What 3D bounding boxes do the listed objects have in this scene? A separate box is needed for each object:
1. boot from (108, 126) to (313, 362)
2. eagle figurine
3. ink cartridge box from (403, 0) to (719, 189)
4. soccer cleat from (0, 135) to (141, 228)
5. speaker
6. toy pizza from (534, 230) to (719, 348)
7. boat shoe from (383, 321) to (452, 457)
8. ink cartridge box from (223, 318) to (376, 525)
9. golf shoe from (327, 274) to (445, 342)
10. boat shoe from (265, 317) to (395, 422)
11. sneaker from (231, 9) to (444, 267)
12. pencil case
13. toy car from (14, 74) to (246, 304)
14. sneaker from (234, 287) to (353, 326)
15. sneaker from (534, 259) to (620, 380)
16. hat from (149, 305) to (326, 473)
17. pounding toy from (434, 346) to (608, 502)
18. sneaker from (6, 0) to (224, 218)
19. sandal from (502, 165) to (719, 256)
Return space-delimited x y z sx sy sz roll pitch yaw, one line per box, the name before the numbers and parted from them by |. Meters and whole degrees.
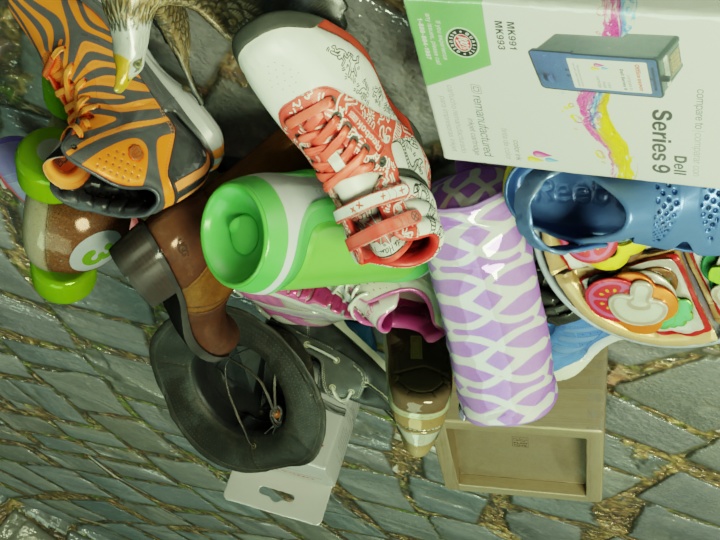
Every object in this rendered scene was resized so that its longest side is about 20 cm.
boot | -0.080 -0.028 0.904 0.069 0.199 0.189 51 175 40
eagle figurine | -0.124 -0.180 0.699 0.199 0.151 0.152 3 -140 -54
ink cartridge box | 0.138 -0.128 0.633 0.198 0.088 0.146 8 151 18
soccer cleat | -0.246 -0.069 1.039 0.076 0.067 0.200 -26 132 32
speaker | -0.019 -0.029 0.830 0.088 0.090 0.199 -9 177 43
toy pizza | 0.217 -0.017 0.773 0.198 0.032 0.202 8 129 10
boat shoe | 0.051 0.085 0.975 0.071 0.201 0.077 5 118 8
ink cartridge box | -0.066 0.147 1.161 0.115 0.202 0.068 12 156 13
golf shoe | 0.000 0.000 0.956 0.198 0.092 0.076 14 142 10
boat shoe | -0.011 0.102 1.105 0.200 0.068 0.072 42 166 15
sneaker | -0.005 -0.073 0.711 0.067 0.109 0.201 -23 149 19
pencil case | 0.099 0.021 0.846 0.083 0.086 0.202 -3 117 21
toy car | -0.163 -0.061 0.911 0.197 0.159 0.165 9 144 -5
sneaker | -0.084 0.005 1.040 0.198 0.082 0.088 26 151 -12
sneaker | 0.165 0.028 0.919 0.110 0.078 0.199 26 151 -24
hat | -0.104 0.099 1.084 0.199 0.081 0.203 15 125 23
pounding toy | 0.148 0.132 1.100 0.182 0.144 0.201 3 147 13
sneaker | -0.197 -0.121 0.790 0.200 0.112 0.078 43 146 2
sandal | 0.175 -0.041 0.697 0.198 0.087 0.080 -2 106 26
